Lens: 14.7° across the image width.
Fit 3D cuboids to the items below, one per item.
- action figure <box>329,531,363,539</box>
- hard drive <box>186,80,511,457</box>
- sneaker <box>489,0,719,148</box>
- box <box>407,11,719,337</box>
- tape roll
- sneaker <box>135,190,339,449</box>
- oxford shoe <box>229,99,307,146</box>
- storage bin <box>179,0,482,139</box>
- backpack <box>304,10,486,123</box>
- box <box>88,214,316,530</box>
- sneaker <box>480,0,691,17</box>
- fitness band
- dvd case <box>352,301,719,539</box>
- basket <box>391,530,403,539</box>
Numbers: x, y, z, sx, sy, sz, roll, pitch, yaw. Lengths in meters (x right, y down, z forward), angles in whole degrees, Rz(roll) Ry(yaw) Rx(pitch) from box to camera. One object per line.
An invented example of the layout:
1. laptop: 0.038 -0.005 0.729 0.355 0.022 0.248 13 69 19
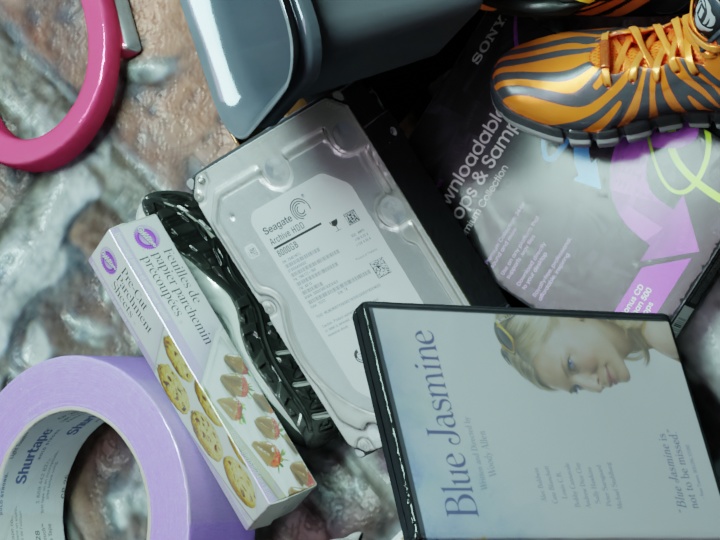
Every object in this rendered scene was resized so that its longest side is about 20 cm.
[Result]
1. action figure: -0.013 0.252 1.632 0.199 0.104 0.195 11 95 33
2. hard drive: 0.000 0.000 1.637 0.139 0.038 0.201 -27 97 39
3. sneaker: 0.170 -0.128 1.544 0.198 0.112 0.078 -3 60 1
4. box: 0.122 -0.049 1.620 0.200 0.036 0.143 34 96 21
5. tape roll: -0.160 0.154 1.742 0.199 0.065 0.202 -3 85 39
6. sneaker: -0.079 0.040 1.739 0.200 0.074 0.080 49 129 27
7. oxford shoe: -0.072 -0.137 1.762 0.071 0.071 0.201 -38 62 21
8. storage bin: -0.028 -0.186 1.534 0.146 0.134 0.201 -43 63 63
9. backpack: 0.028 -0.196 1.664 0.199 0.163 0.154 -35 44 13
10. box: -0.097 0.061 1.682 0.201 0.039 0.041 59 141 14
11. sneaker: 0.138 -0.170 1.579 0.199 0.090 0.070 -1 111 -8
12. fitness band: -0.224 -0.164 1.879 0.143 0.037 0.201 -29 66 24
13. dvd case: 0.099 0.084 1.494 0.018 0.199 0.143 -51 45 49
14. basket: 0.087 0.215 1.515 0.200 0.123 0.136 51 121 6
